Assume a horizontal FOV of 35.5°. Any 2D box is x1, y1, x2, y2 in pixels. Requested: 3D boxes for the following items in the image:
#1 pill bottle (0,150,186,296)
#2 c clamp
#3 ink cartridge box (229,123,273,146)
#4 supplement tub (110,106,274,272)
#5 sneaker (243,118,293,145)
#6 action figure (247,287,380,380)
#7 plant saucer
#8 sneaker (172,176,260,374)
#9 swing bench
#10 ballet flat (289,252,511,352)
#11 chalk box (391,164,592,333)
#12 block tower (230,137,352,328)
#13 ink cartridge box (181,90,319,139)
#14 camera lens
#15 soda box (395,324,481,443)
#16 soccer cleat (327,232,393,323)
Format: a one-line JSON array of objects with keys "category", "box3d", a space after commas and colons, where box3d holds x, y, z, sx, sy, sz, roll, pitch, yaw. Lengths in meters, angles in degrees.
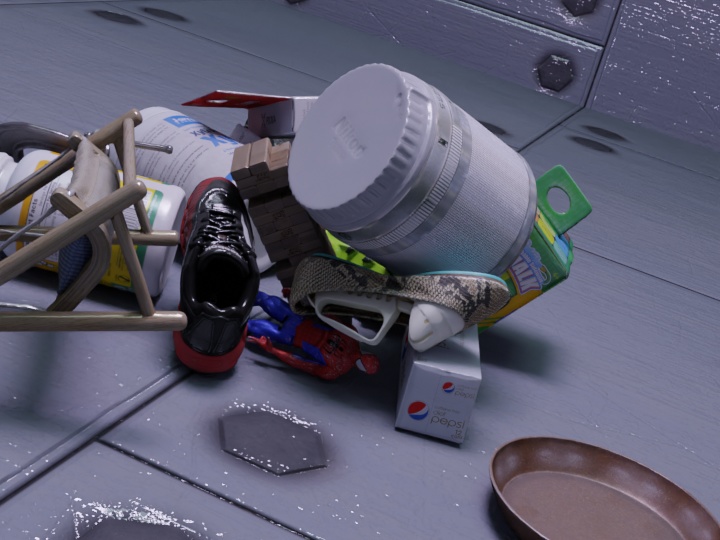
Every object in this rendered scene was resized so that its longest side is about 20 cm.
[{"category": "pill bottle", "box3d": [-0.277, -0.051, 1.083, 0.199, 0.113, 0.113, 15, 19, -4]}, {"category": "c clamp", "box3d": [-0.293, -0.095, 1.149, 0.170, 0.200, 0.027, 15, 64, -14]}, {"category": "ink cartridge box", "box3d": [-0.117, -0.131, 1.390, 0.173, 0.044, 0.200, 36, 1, 24]}, {"category": "supplement tub", "box3d": [-0.173, -0.089, 1.242, 0.200, 0.132, 0.132, 29, 23, 30]}, {"category": "sneaker", "box3d": [-0.145, -0.188, 1.616, 0.114, 0.076, 0.200, 12, 24, -33]}, {"category": "action figure", "box3d": [-0.071, 0.052, 1.046, 0.200, 0.066, 0.052, 23, -22, 17]}, {"category": "plant saucer", "box3d": [0.194, 0.199, 0.901, 0.200, 0.035, 0.200, 14, 19, -5]}, {"category": "sneaker", "box3d": [-0.125, -0.013, 1.003, 0.071, 0.098, 0.201, 8, 55, -13]}, {"category": "swing bench", "box3d": [-0.252, -0.019, 0.892, 0.199, 0.130, 0.199, -16, 25, -5]}, {"category": "ballet flat", "box3d": [0.029, 0.034, 0.991, 0.199, 0.068, 0.075, 8, 57, 18]}, {"category": "chalk box", "box3d": [0.146, -0.030, 1.192, 0.125, 0.200, 0.124, 53, 20, -6]}, {"category": "block tower", "box3d": [-0.061, -0.027, 1.078, 0.054, 0.200, 0.058, -17, 30, 10]}, {"category": "ink cartridge box", "box3d": [-0.103, -0.177, 1.305, 0.176, 0.045, 0.200, -2, 5, -20]}, {"category": "camera lens", "box3d": [0.053, -0.077, 1.031, 0.200, 0.160, 0.160, 30, 7, -40]}, {"category": "soda box", "box3d": [0.074, 0.083, 1.065, 0.063, 0.068, 0.200, 14, 19, -1]}, {"category": "soccer cleat", "box3d": [0.000, 0.000, 1.247, 0.081, 0.068, 0.200, 21, 13, -40]}]
